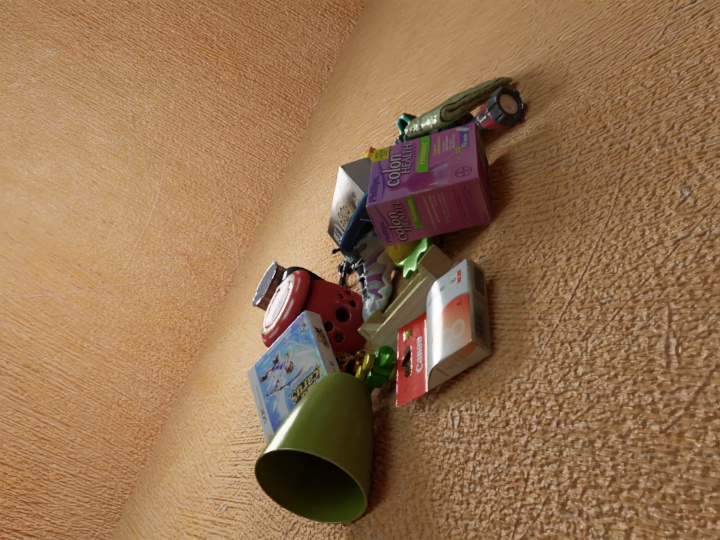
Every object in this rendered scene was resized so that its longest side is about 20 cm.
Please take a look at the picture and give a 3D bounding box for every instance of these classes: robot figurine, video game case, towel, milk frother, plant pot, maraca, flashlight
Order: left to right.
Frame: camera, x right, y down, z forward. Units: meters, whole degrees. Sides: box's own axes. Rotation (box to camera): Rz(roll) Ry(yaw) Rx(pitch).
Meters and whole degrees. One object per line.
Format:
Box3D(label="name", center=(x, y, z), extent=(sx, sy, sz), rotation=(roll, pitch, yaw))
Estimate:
Box3D(label="video game case", center=(-0.126, 0.210, 1.412), extent=(0.200, 0.045, 0.182), rotation=(-47, 47, 25))
Box3D(label="milk frother", center=(-0.124, 0.027, 1.748), extent=(0.181, 0.187, 0.201), rotation=(-48, 22, 35))
Box3D(label="plant pot", center=(-0.098, 0.112, 1.563), extent=(0.201, 0.181, 0.202), rotation=(-50, 23, 30))
Box3D(label="plant pot", center=(-0.050, 0.272, 1.218), extent=(0.187, 0.186, 0.201), rotation=(-45, 14, 42))
Box3D(label="robot figurine", center=(-0.046, 0.240, 1.416), extent=(0.202, 0.058, 0.145), rotation=(-65, 21, -8))
Box3D(label="maraca", center=(0.098, -0.064, 1.388), extent=(0.201, 0.106, 0.138), rotation=(-106, 37, -61))
Box3D(label="towel", center=(0.188, -0.322, 1.449), extent=(0.199, 0.037, 0.148), rotation=(-34, 13, -25))
Box3D(label="flashlight", center=(0.230, -0.271, 1.403), extent=(0.068, 0.067, 0.200), rotation=(-60, 9, -24))

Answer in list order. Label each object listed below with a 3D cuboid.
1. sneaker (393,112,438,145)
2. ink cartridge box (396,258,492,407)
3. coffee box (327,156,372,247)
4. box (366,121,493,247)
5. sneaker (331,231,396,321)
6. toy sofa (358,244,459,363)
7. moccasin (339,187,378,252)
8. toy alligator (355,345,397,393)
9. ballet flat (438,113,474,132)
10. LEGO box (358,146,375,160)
Box3D(label="sneaker", center=(0.106, -0.236, 1.498), extent=(0.078, 0.090, 0.202), rotation=(-44, 36, 44))
Box3D(label="ink cartridge box", center=(0.110, 0.096, 1.139), extent=(0.199, 0.050, 0.164), rotation=(-35, 35, 34))
Box3D(label="coffee box", center=(-0.001, -0.128, 1.622), extent=(0.113, 0.079, 0.201), rotation=(50, 146, 29))
Box3D(label="box", center=(0.122, -0.151, 1.303), extent=(0.198, 0.097, 0.177), rotation=(-13, 38, 18))
Box3D(label="sneaker", center=(0.000, 0.000, 1.504), extent=(0.078, 0.139, 0.202), rotation=(-49, 19, 54))
Box3D(label="toy sofa", center=(0.094, 0.062, 1.276), extent=(0.200, 0.097, 0.083), rotation=(-51, -3, 34))
Box3D(label="moccasin", center=(0.030, -0.119, 1.464), extent=(0.201, 0.068, 0.080), rotation=(-59, -2, -7))
Box3D(label="toy alligator", center=(0.022, 0.182, 1.295), extent=(0.201, 0.059, 0.055), rotation=(118, 168, -49))
Box3D(label="ballet flat", center=(0.180, -0.279, 1.578), extent=(0.065, 0.071, 0.199), rotation=(-39, 9, -28))
Box3D(label="LEGO box", center=(0.002, -0.192, 1.906), extent=(0.149, 0.077, 0.202), rotation=(-45, 24, 44))
